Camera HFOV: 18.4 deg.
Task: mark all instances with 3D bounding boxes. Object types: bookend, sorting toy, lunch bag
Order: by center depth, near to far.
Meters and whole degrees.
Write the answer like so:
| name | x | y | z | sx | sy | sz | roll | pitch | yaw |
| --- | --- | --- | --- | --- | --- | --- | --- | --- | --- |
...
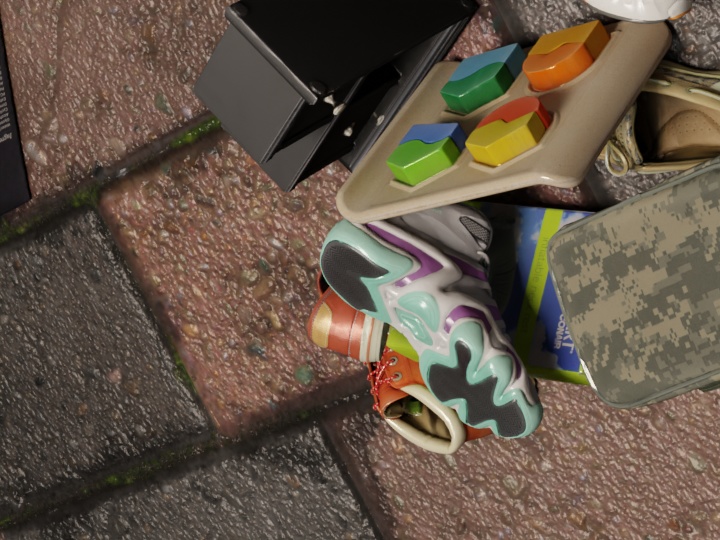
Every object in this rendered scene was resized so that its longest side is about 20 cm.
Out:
| name | x | y | z | sx | sy | sz | roll | pitch | yaw |
| --- | --- | --- | --- | --- | --- | --- | --- | --- | --- |
| lunch bag | 0.252 | -0.002 | 1.466 | 0.200 | 0.167 | 0.140 | -27 | 82 | 46 |
| sorting toy | 0.095 | -0.109 | 1.524 | 0.199 | 0.185 | 0.037 | -7 | 125 | 40 |
| bookend | -0.043 | -0.127 | 1.618 | 0.092 | 0.200 | 0.199 | 46 | 133 | 10 |

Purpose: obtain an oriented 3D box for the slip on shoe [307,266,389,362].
| name | x | y | z | sx | sy | sz | roll | pitch | yaw |
| --- | --- | --- | --- | --- | --- | --- | --- | --- | --- |
| slip on shoe | 0.000 | 0.000 | 1.663 | 0.061 | 0.200 | 0.074 | 9 | 121 | 4 |

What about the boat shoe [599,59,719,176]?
| name | x | y | z | sx | sy | sz | roll | pitch | yaw |
| --- | --- | --- | --- | --- | --- | --- | --- | --- | --- |
| boat shoe | 0.209 | -0.103 | 1.517 | 0.199 | 0.063 | 0.074 | -3 | 111 | 41 |

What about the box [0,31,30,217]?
| name | x | y | z | sx | sy | sz | roll | pitch | yaw |
| --- | --- | --- | --- | --- | --- | --- | --- | --- | --- |
| box | -0.416 | -0.146 | 1.978 | 0.196 | 0.117 | 0.201 | 13 | 122 | 35 |

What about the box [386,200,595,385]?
| name | x | y | z | sx | sy | sz | roll | pitch | yaw |
| --- | --- | --- | --- | --- | --- | --- | --- | --- | --- |
| box | 0.121 | 0.016 | 1.627 | 0.199 | 0.048 | 0.123 | 6 | 78 | 38 |

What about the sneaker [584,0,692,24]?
| name | x | y | z | sx | sy | sz | roll | pitch | yaw |
| --- | --- | --- | --- | --- | --- | --- | --- | --- | --- |
| sneaker | 0.138 | -0.235 | 1.508 | 0.199 | 0.076 | 0.092 | 16 | 116 | 24 |

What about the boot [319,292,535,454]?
| name | x | y | z | sx | sy | sz | roll | pitch | yaw |
| --- | --- | --- | --- | --- | --- | --- | --- | --- | --- |
| boot | 0.030 | 0.065 | 1.731 | 0.200 | 0.107 | 0.075 | 35 | 134 | 22 |

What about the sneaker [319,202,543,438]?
| name | x | y | z | sx | sy | sz | roll | pitch | yaw |
| --- | --- | --- | --- | --- | --- | --- | --- | --- | --- |
| sneaker | 0.080 | 0.012 | 1.577 | 0.200 | 0.140 | 0.078 | 48 | 140 | -3 |
